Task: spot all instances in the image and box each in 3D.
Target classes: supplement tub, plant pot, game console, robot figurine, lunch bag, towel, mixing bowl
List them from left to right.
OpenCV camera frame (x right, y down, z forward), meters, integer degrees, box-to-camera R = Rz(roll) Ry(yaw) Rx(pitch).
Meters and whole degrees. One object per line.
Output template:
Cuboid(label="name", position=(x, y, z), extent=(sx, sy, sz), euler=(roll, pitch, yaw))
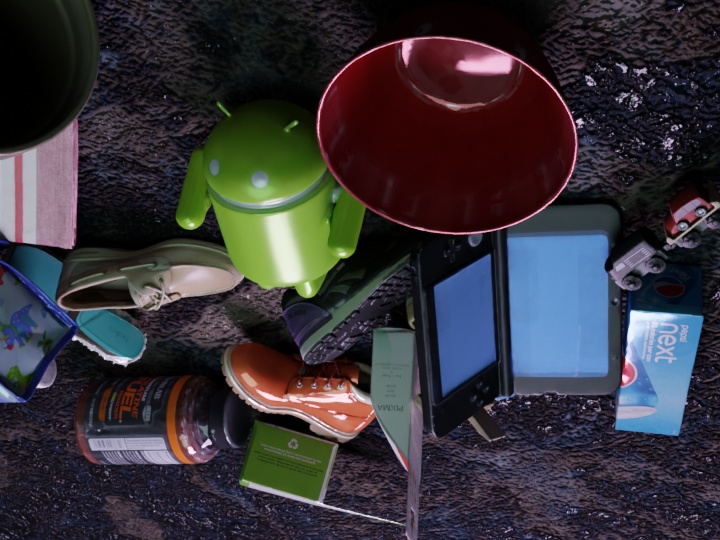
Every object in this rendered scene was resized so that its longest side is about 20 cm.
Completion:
Cuboid(label="plant pot", position=(-0.340, -0.176, 0.894), extent=(0.200, 0.200, 0.173), euler=(40, 151, -28))
Cuboid(label="lunch bag", position=(-0.416, 0.035, 1.106), extent=(0.170, 0.128, 0.200), euler=(-12, 131, 43))
Cuboid(label="towel", position=(-0.370, -0.097, 1.049), extent=(0.199, 0.023, 0.145), euler=(8, 120, -5))
Cuboid(label="supplement tub", position=(-0.235, 0.179, 1.323), extent=(0.199, 0.107, 0.107), euler=(-5, 137, 20))
Cuboid(label="robot figurine", position=(-0.074, -0.066, 0.979), extent=(0.175, 0.116, 0.200), euler=(13, 142, 20))
Cuboid(label="mixing bowl", position=(0.072, -0.136, 0.863), extent=(0.199, 0.109, 0.201), euler=(8, 141, 6))
Cuboid(label="game console", position=(0.146, 0.047, 1.004), extent=(0.116, 0.176, 0.201), euler=(14, 120, 40))

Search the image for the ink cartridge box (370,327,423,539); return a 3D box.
Cuboid(label="ink cartridge box", position=(0.038, 0.176, 1.132), extent=(0.050, 0.201, 0.161), euler=(3, 161, 8))

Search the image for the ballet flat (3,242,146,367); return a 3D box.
Cuboid(label="ballet flat", position=(-0.325, 0.040, 1.221), extent=(0.072, 0.072, 0.200), euler=(-21, 128, 34))

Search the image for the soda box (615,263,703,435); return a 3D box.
Cuboid(label="soda box", position=(0.293, 0.081, 1.089), extent=(0.068, 0.064, 0.200), euler=(4, 139, 11))

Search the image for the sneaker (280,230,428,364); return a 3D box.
Cuboid(label="sneaker", position=(0.000, 0.000, 1.070), extent=(0.200, 0.088, 0.076), euler=(-38, 156, 17))

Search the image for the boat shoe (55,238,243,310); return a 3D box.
Cuboid(label="boat shoe", position=(-0.219, 0.013, 1.147), extent=(0.199, 0.065, 0.072), euler=(-1, 138, 6))

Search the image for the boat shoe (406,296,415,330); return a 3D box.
Cuboid(label="boat shoe", position=(0.130, 0.070, 1.118), extent=(0.199, 0.069, 0.074), euler=(26, 139, -13))

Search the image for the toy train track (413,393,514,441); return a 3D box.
Cuboid(label="toy train track", position=(0.128, 0.129, 1.126), extent=(0.199, 0.115, 0.033), euler=(-7, 139, -41))

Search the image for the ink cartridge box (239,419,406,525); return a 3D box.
Cuboid(label="ink cartridge box", position=(-0.042, 0.248, 1.329), extent=(0.199, 0.076, 0.148), euler=(15, 167, -3))

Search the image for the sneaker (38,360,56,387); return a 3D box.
Cuboid(label="sneaker", position=(-0.467, 0.084, 1.302), extent=(0.115, 0.074, 0.200), euler=(-11, 136, 23))

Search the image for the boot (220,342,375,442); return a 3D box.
Cuboid(label="boot", position=(-0.056, 0.120, 1.234), extent=(0.200, 0.075, 0.107), euler=(26, 136, -28))

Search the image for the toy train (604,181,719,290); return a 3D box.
Cuboid(label="toy train", position=(0.286, -0.052, 0.941), extent=(0.046, 0.034, 0.200), euler=(35, 126, -18))
